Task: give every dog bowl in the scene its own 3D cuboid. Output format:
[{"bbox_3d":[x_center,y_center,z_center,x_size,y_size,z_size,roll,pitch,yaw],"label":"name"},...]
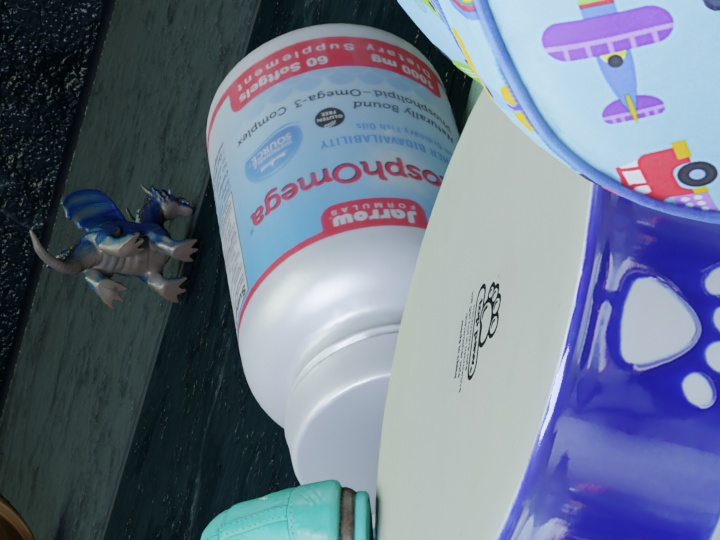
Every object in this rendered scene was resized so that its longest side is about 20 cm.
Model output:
[{"bbox_3d":[0.071,0.024,0.802,0.200,0.078,0.201,-166,90,-78],"label":"dog bowl"}]

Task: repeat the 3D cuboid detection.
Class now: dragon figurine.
[{"bbox_3d":[-0.186,-0.020,1.881,0.099,0.199,0.059,30,113,37],"label":"dragon figurine"}]

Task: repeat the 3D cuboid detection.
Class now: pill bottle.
[{"bbox_3d":[0.000,0.000,1.057,0.200,0.108,0.109,-104,29,-47],"label":"pill bottle"}]

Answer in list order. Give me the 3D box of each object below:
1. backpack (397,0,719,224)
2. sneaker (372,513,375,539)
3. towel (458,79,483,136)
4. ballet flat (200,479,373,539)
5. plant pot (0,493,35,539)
[{"bbox_3d":[0.091,-0.089,0.452,0.135,0.199,0.183,-98,-12,-56],"label":"backpack"},{"bbox_3d":[-0.013,0.176,1.030,0.081,0.076,0.201,-102,30,-68],"label":"sneaker"},{"bbox_3d":[0.083,-0.099,1.022,0.200,0.023,0.153,-126,51,-76],"label":"towel"},{"bbox_3d":[-0.018,0.147,0.912,0.068,0.070,0.201,-86,-12,-47],"label":"ballet flat"},{"bbox_3d":[-0.344,0.285,2.185,0.183,0.199,0.201,28,105,61],"label":"plant pot"}]
